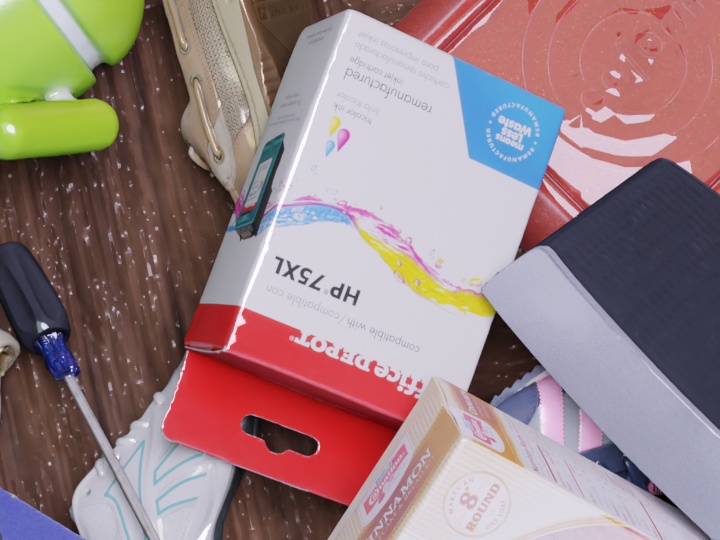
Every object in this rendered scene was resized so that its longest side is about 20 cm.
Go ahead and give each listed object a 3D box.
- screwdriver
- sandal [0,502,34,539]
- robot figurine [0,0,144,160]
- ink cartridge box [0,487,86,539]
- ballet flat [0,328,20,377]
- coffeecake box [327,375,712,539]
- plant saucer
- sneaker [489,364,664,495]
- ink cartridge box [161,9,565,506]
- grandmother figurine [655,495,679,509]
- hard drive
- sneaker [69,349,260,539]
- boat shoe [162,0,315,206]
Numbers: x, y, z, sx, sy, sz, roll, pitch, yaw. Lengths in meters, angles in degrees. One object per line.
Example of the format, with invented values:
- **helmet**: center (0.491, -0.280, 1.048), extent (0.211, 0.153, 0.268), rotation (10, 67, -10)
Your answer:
- **screwdriver**: center (-0.128, 0.060, 0.916), extent (0.200, 0.028, 0.029), rotation (53, 132, 34)
- **sandal**: center (-0.124, 0.184, 0.880), extent (0.201, 0.057, 0.080), rotation (37, 119, 7)
- **robot figurine**: center (-0.189, -0.114, 0.933), extent (0.200, 0.116, 0.176), rotation (-37, 71, -3)
- **ink cartridge box**: center (-0.205, 0.186, 0.850), extent (0.197, 0.047, 0.200), rotation (27, 90, 19)
- **ballet flat**: center (-0.215, 0.111, 0.931), extent (0.069, 0.069, 0.201), rotation (20, 85, 5)
- **coffeecake box**: center (0.078, 0.163, 0.834), extent (0.200, 0.073, 0.154), rotation (29, 101, -16)
- **plant saucer**: center (0.132, -0.100, 0.959), extent (0.200, 0.037, 0.200), rotation (-44, 82, -4)
- **sneaker**: center (0.109, 0.081, 0.887), extent (0.200, 0.070, 0.082), rotation (-37, 59, -20)
- **ink cartridge box**: center (0.000, 0.000, 0.879), extent (0.116, 0.067, 0.201), rotation (22, 82, -19)
- **grandmother figurine**: center (0.151, 0.146, 0.919), extent (0.199, 0.061, 0.122), rotation (11, 68, 7)
- **hard drive**: center (0.163, 0.042, 0.856), extent (0.200, 0.042, 0.135), rotation (46, 50, 13)
- **sneaker**: center (-0.094, 0.097, 0.927), extent (0.080, 0.070, 0.201), rotation (13, 84, 7)
- **boat shoe**: center (-0.050, -0.073, 0.954), extent (0.064, 0.071, 0.201), rotation (-12, 90, 36)
